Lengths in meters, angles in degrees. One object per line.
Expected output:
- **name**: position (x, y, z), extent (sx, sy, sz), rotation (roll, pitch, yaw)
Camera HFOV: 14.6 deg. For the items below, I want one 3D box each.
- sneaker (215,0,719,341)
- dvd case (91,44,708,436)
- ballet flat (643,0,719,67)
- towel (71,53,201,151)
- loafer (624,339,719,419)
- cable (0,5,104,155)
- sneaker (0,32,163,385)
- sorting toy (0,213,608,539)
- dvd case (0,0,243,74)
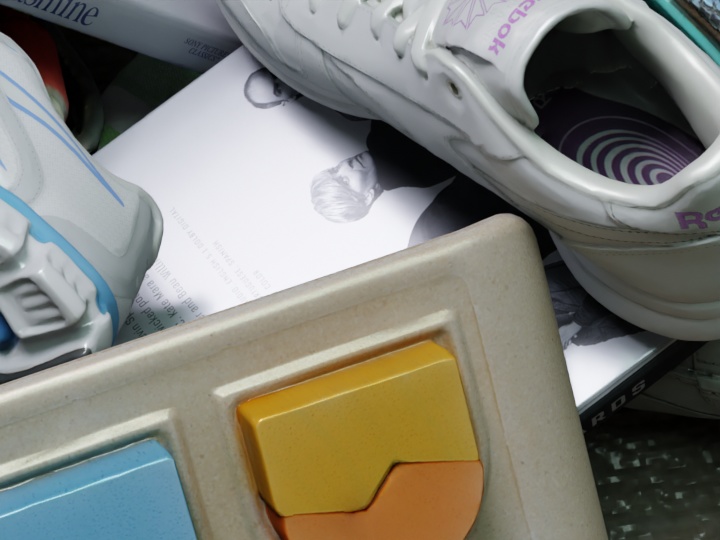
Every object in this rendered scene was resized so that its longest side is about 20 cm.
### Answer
- **sneaker**: position (0.033, -0.066, 0.722), extent (0.200, 0.100, 0.075), rotation (35, 79, 22)
- **dvd case**: position (0.000, 0.000, 0.768), extent (0.200, 0.025, 0.150), rotation (-37, 67, -5)
- **ballet flat**: position (0.082, -0.105, 0.748), extent (0.200, 0.074, 0.074), rotation (42, 64, -3)
- **towel**: position (-0.049, 0.029, 0.801), extent (0.152, 0.023, 0.200), rotation (30, 63, 12)
- **loafer**: position (0.122, 0.012, 0.789), extent (0.200, 0.070, 0.070), rotation (15, 66, -2)
- **cable**: position (-0.112, -0.098, 0.835), extent (0.097, 0.050, 0.200), rotation (23, 42, -22)
- **sneaker**: position (-0.133, -0.048, 0.714), extent (0.200, 0.075, 0.087), rotation (43, 39, -7)
- **sorting toy**: position (-0.021, 0.101, 0.693), extent (0.200, 0.036, 0.185), rotation (-20, 108, -18)
- **dvd case**: position (-0.128, -0.121, 0.773), extent (0.018, 0.200, 0.143), rotation (-51, 55, 18)
